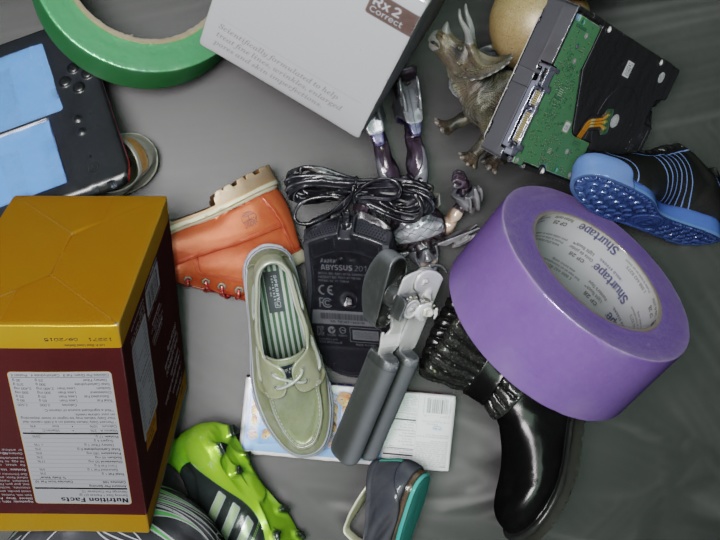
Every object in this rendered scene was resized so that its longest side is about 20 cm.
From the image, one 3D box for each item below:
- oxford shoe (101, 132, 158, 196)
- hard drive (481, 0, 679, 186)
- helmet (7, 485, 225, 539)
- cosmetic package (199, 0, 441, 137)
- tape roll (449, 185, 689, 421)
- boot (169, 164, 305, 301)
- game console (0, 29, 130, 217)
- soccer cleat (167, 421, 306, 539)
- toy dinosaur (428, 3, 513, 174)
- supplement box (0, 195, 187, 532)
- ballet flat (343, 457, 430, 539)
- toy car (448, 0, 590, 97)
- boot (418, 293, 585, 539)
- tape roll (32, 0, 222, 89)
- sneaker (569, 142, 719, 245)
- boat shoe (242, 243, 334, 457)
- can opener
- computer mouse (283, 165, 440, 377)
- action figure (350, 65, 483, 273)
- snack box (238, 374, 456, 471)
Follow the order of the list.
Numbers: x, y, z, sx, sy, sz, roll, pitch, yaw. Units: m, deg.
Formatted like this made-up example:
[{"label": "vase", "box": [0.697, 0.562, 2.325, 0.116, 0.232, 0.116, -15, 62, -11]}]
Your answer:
[{"label": "oxford shoe", "box": [-0.279, -0.069, 1.013, 0.199, 0.058, 0.076, -27, 93, -3]}, {"label": "hard drive", "box": [0.197, -0.145, 0.980, 0.038, 0.199, 0.140, 32, 104, 37]}, {"label": "helmet", "box": [-0.207, 0.273, 0.946, 0.199, 0.200, 0.192, -25, 109, -4]}, {"label": "cosmetic package", "box": [-0.007, -0.260, 0.935, 0.164, 0.165, 0.200, 30, 52, 0]}, {"label": "tape roll", "box": [0.182, 0.026, 0.968, 0.199, 0.200, 0.085, 35, 124, -3]}, {"label": "boot", "box": [-0.147, -0.004, 1.016, 0.199, 0.075, 0.108, -28, 97, -4]}, {"label": "game console", "box": [-0.319, -0.120, 0.990, 0.199, 0.031, 0.178, -21, 65, -3]}, {"label": "soccer cleat", "box": [-0.112, 0.231, 1.024, 0.081, 0.068, 0.201, -23, 100, 25]}, {"label": "toy dinosaur", "box": [0.134, -0.141, 0.989, 0.199, 0.077, 0.102, 21, 121, -36]}, {"label": "supplement box", "box": [-0.228, 0.072, 0.904, 0.132, 0.198, 0.201, 0, 121, 1]}, {"label": "ballet flat", "box": [0.012, 0.265, 1.028, 0.073, 0.073, 0.201, 11, 101, -4]}, {"label": "toy car", "box": [0.165, -0.241, 1.025, 0.163, 0.158, 0.201, 15, 114, -13]}, {"label": "boot", "box": [0.122, 0.126, 1.012, 0.157, 0.079, 0.212, 24, 72, -17]}, {"label": "tape roll", "box": [-0.195, -0.267, 0.999, 0.199, 0.048, 0.202, 3, 80, -16]}, {"label": "sneaker", "box": [0.263, -0.084, 1.016, 0.199, 0.070, 0.078, 19, 70, -39]}, {"label": "boat shoe", "box": [-0.070, 0.077, 0.986, 0.071, 0.062, 0.201, -14, 102, -1]}, {"label": "can opener", "box": [0.020, 0.079, 0.985, 0.052, 0.066, 0.201, -4, 118, -45]}, {"label": "computer mouse", "box": [0.000, 0.000, 1.012, 0.137, 0.053, 0.201, 7, 114, 10]}, {"label": "action figure", "box": [0.041, -0.083, 1.031, 0.129, 0.069, 0.201, -16, 94, -9]}, {"label": "snack box", "box": [-0.012, 0.143, 1.045, 0.198, 0.024, 0.072, 6, 90, -4]}]
